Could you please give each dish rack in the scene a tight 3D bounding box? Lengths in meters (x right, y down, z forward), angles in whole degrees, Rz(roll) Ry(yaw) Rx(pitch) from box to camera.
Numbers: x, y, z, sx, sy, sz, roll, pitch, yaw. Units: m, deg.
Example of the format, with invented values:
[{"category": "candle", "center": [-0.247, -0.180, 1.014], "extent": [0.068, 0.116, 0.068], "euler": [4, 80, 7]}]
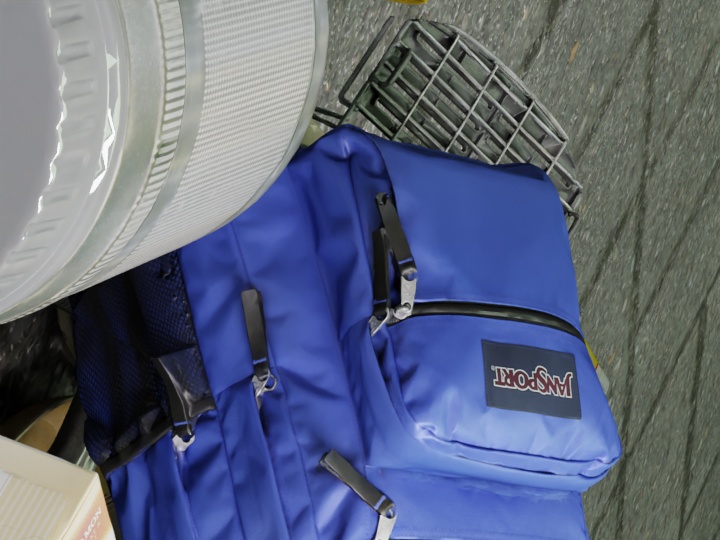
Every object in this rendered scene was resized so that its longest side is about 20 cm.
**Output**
[{"category": "dish rack", "center": [0.000, 0.000, 1.180], "extent": [0.153, 0.055, 0.200], "euler": [42, 78, -43]}]

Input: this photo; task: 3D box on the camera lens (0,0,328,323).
[{"category": "camera lens", "center": [-0.111, -0.070, 0.895], "extent": [0.200, 0.160, 0.160], "euler": [-28, 135, -67]}]

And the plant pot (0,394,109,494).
[{"category": "plant pot", "center": [-0.157, 0.142, 1.226], "extent": [0.200, 0.027, 0.200], "euler": [19, 90, -75]}]

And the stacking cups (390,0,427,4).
[{"category": "stacking cups", "center": [0.031, -0.229, 1.375], "extent": [0.061, 0.060, 0.200], "euler": [28, 78, -74]}]

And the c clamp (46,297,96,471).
[{"category": "c clamp", "center": [-0.133, 0.023, 1.107], "extent": [0.171, 0.027, 0.200], "euler": [-67, 152, -11]}]

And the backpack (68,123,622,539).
[{"category": "backpack", "center": [-0.001, 0.061, 1.010], "extent": [0.162, 0.168, 0.200], "euler": [7, 63, -36]}]

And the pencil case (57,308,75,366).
[{"category": "pencil case", "center": [-0.071, 0.041, 1.277], "extent": [0.200, 0.089, 0.078], "euler": [63, 46, -67]}]

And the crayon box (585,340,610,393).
[{"category": "crayon box", "center": [0.119, 0.104, 2.039], "extent": [0.200, 0.051, 0.127], "euler": [54, 57, -71]}]

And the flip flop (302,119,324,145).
[{"category": "flip flop", "center": [-0.017, -0.020, 1.308], "extent": [0.081, 0.057, 0.200], "euler": [59, 15, -25]}]

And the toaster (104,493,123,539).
[{"category": "toaster", "center": [-0.083, 0.167, 1.216], "extent": [0.200, 0.129, 0.114], "euler": [-41, 147, -59]}]

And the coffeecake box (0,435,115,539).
[{"category": "coffeecake box", "center": [-0.155, 0.119, 0.973], "extent": [0.200, 0.153, 0.073], "euler": [84, 30, -55]}]
